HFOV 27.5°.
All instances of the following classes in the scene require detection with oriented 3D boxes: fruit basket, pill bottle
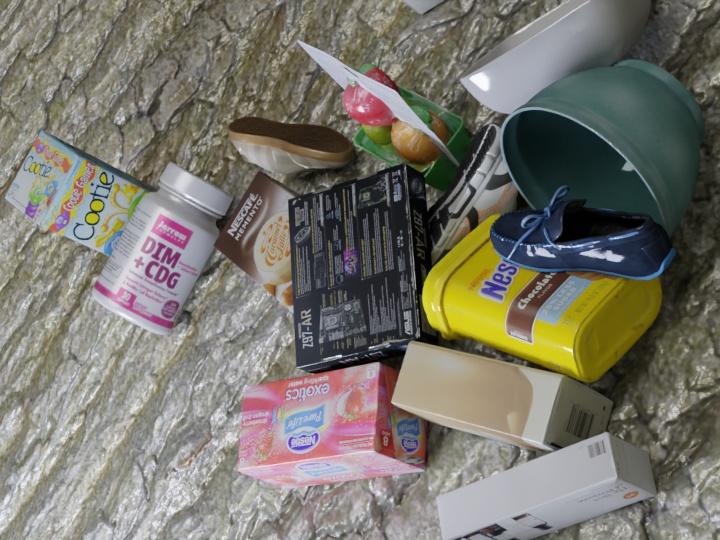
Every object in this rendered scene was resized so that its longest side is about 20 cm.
[{"bbox_3d":[0.038,-0.181,1.652,0.094,0.200,0.185,-49,45,-7],"label":"fruit basket"},{"bbox_3d":[-0.251,-0.030,1.891,0.113,0.113,0.201,29,91,44],"label":"pill bottle"}]

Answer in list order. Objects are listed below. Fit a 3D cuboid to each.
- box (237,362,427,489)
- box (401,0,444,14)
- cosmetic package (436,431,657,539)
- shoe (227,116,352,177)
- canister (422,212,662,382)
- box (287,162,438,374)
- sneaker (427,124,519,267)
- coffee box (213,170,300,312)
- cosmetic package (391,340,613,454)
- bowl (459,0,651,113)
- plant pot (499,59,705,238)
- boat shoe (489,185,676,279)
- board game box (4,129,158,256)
[{"bbox_3d":[-0.031,0.174,1.622,0.199,0.094,0.103,-12,64,37],"label":"box"},{"bbox_3d":[0.073,-0.429,1.814,0.095,0.078,0.201,-25,56,30],"label":"box"},{"bbox_3d":[0.179,0.220,1.430,0.199,0.082,0.051,-27,58,30],"label":"cosmetic package"},{"bbox_3d":[-0.085,-0.150,1.850,0.199,0.070,0.054,17,125,40],"label":"shoe"},{"bbox_3d":[0.183,0.026,1.480,0.199,0.087,0.148,19,51,44],"label":"canister"},{"bbox_3d":[0.000,0.000,1.610,0.159,0.043,0.201,-16,68,29],"label":"box"},{"bbox_3d":[0.126,-0.062,1.611,0.200,0.080,0.074,-56,24,31],"label":"sneaker"},{"bbox_3d":[-0.073,-0.020,1.756,0.200,0.080,0.115,36,95,44],"label":"coffee box"},{"bbox_3d":[0.141,0.133,1.487,0.199,0.105,0.072,10,78,44],"label":"cosmetic package"},{"bbox_3d":[0.217,-0.238,1.554,0.199,0.200,0.075,-30,97,30],"label":"bowl"},{"bbox_3d":[0.256,-0.124,1.460,0.200,0.201,0.134,21,59,44],"label":"plant pot"},{"bbox_3d":[0.210,-0.045,1.420,0.199,0.069,0.084,3,47,37],"label":"boat shoe"},{"bbox_3d":[-0.345,-0.087,1.939,0.105,0.200,0.103,32,92,44],"label":"board game box"}]
